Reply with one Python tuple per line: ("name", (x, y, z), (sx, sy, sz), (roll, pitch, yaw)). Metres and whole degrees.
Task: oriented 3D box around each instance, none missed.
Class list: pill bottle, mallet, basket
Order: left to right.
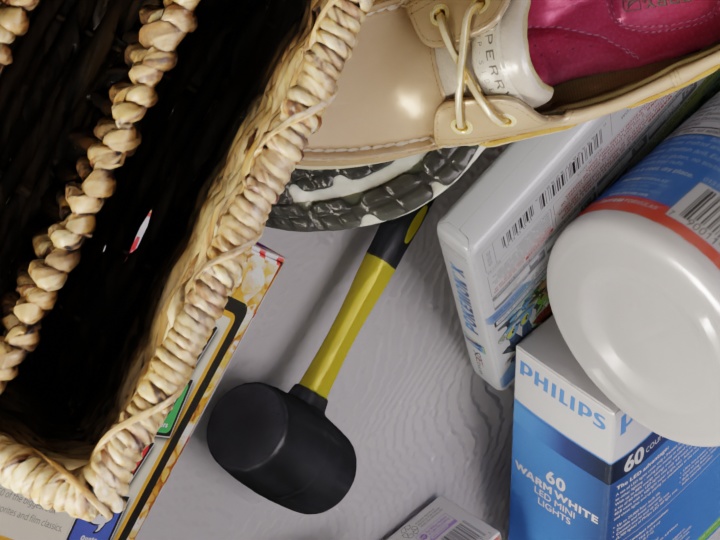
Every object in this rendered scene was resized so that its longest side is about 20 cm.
("basket", (-0.099, -0.047, 0.901), (0.142, 0.149, 0.201), (28, 93, -10))
("mallet", (0.000, 0.000, 1.172), (0.066, 0.041, 0.201), (23, 91, -55))
("pill bottle", (0.178, -0.027, 1.207), (0.200, 0.112, 0.113), (-39, 137, -31))

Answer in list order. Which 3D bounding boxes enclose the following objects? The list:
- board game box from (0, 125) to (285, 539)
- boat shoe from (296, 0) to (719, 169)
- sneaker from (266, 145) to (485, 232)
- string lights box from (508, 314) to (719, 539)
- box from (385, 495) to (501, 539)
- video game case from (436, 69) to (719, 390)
("board game box", (-0.129, 0.054, 1.048), (0.151, 0.046, 0.201), (28, 91, -52))
("boat shoe", (0.052, -0.082, 1.038), (0.199, 0.069, 0.074), (-18, 104, -5))
("sneaker", (0.031, -0.075, 1.120), (0.199, 0.089, 0.077), (-27, 96, -3))
("string lights box", (0.120, 0.088, 1.312), (0.103, 0.059, 0.201), (-37, 146, -30))
("box", (-0.018, 0.173, 1.253), (0.200, 0.041, 0.039), (-38, 136, -28))
("video game case", (0.110, -0.054, 1.209), (0.200, 0.022, 0.182), (-48, 162, -10))
